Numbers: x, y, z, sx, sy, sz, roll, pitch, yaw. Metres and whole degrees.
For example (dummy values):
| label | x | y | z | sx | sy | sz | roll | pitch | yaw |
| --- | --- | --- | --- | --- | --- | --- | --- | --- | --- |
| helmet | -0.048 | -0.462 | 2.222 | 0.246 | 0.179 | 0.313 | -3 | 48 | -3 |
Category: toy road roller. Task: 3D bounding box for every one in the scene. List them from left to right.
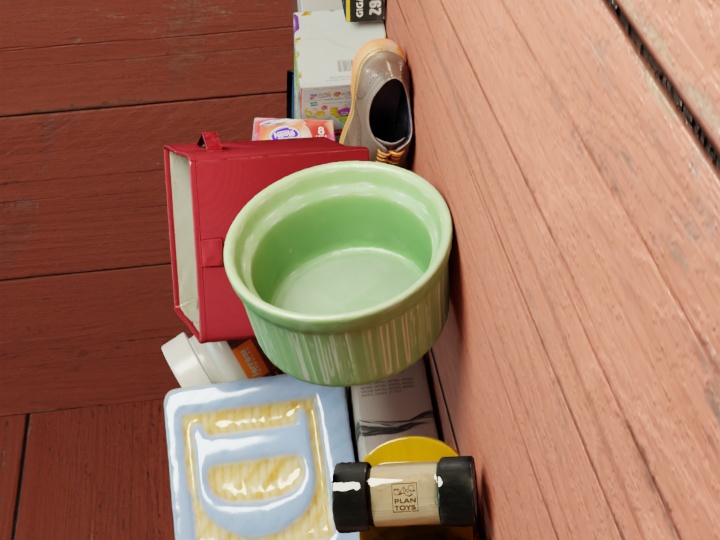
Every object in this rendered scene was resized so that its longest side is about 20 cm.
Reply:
| label | x | y | z | sx | sy | sz | roll | pitch | yaw |
| --- | --- | --- | --- | --- | --- | --- | --- | --- | --- |
| toy road roller | 0.050 | 0.242 | 1.055 | 0.146 | 0.121 | 0.203 | 28 | -123 | -80 |

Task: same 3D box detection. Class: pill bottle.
| label | x | y | z | sx | sy | sz | roll | pitch | yaw |
| --- | --- | --- | --- | --- | --- | --- | --- | --- | --- |
| pill bottle | -0.117 | 0.073 | 1.408 | 0.110 | 0.198 | 0.110 | 57 | 174 | 10 |

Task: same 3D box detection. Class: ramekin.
| label | x | y | z | sx | sy | sz | roll | pitch | yaw |
| --- | --- | --- | --- | --- | --- | --- | --- | --- | --- |
| ramekin | -0.013 | 0.005 | 1.086 | 0.201 | 0.197 | 0.099 | -101 | 1 | -48 |

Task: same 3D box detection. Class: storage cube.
| label | x | y | z | sx | sy | sz | roll | pitch | yaw |
| --- | --- | --- | --- | --- | --- | --- | --- | --- | --- |
| storage cube | -0.093 | -0.039 | 1.246 | 0.171 | 0.177 | 0.203 | -152 | 59 | -71 |

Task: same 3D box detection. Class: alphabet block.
| label | x | y | z | sx | sy | sz | roll | pitch | yaw |
| --- | --- | --- | --- | --- | --- | --- | --- | --- | --- |
| alphabet block | -0.097 | 0.232 | 1.324 | 0.200 | 0.192 | 0.199 | 88 | 176 | -71 |

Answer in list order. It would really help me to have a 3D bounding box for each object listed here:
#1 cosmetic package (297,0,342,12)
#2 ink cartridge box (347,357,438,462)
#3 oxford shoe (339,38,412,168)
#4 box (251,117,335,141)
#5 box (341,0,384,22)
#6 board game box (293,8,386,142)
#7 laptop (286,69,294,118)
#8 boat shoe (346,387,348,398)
| label | x | y | z | sx | sy | sz | roll | pitch | yaw |
| --- | --- | --- | --- | --- | --- | --- | --- | --- | --- |
| cosmetic package | -0.043 | -0.391 | 1.570 | 0.108 | 0.083 | 0.203 | -106 | 11 | -66 |
| ink cartridge box | 0.038 | 0.205 | 1.291 | 0.146 | 0.083 | 0.202 | 91 | 171 | -55 |
| oxford shoe | 0.018 | -0.128 | 1.262 | 0.073 | 0.070 | 0.202 | -108 | 14 | -50 |
| box | -0.084 | -0.082 | 1.449 | 0.201 | 0.093 | 0.104 | 108 | 161 | -62 |
| box | -0.007 | -0.398 | 1.375 | 0.161 | 0.049 | 0.202 | 92 | 171 | -45 |
| board game box | -0.025 | -0.201 | 1.456 | 0.201 | 0.103 | 0.104 | 96 | 168 | -63 |
| laptop | -0.042 | -0.153 | 1.714 | 0.177 | 0.102 | 0.203 | 102 | 162 | -75 |
| boat shoe | -0.003 | 0.093 | 1.370 | 0.200 | 0.073 | 0.061 | 122 | 148 | -60 |
